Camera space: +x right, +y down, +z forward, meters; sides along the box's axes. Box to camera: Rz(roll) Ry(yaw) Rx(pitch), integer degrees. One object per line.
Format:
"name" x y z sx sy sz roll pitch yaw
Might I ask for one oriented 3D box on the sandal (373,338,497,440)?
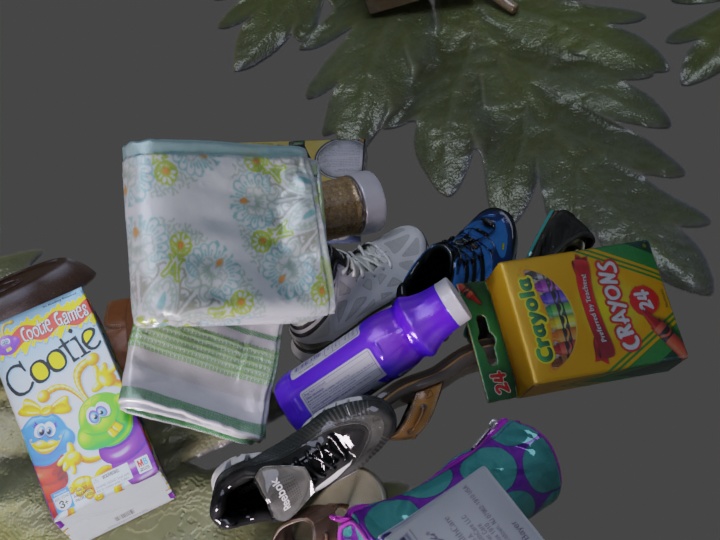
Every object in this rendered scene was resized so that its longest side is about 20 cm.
"sandal" 0.056 0.131 1.051 0.199 0.082 0.055 -25 78 -18

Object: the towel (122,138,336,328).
"towel" -0.122 -0.035 1.016 0.198 0.048 0.173 -1 73 -27

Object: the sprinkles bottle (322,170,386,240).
"sprinkles bottle" -0.072 -0.055 1.133 0.198 0.069 0.068 -14 49 -25

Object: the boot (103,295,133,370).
"boot" -0.194 0.031 1.156 0.153 0.074 0.201 -5 46 11

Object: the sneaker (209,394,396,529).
"sneaker" -0.055 0.181 0.972 0.199 0.067 0.091 -28 11 13

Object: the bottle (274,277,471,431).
"bottle" 0.013 0.081 1.041 0.199 0.084 0.066 -34 85 8

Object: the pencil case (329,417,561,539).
"pencil case" 0.078 0.209 0.954 0.199 0.085 0.093 -27 87 -23

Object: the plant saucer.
"plant saucer" -0.373 0.033 1.126 0.198 0.032 0.200 -21 12 5

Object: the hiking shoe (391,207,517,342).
"hiking shoe" 0.105 -0.003 1.131 0.074 0.087 0.200 25 59 25

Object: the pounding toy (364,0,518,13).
"pounding toy" 0.095 -0.435 1.465 0.198 0.143 0.185 -13 49 11

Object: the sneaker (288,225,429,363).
"sneaker" 0.000 0.000 1.123 0.075 0.116 0.200 32 61 28

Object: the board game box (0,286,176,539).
"board game box" -0.267 0.138 1.027 0.104 0.103 0.201 -24 67 -12

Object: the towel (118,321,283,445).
"towel" -0.139 0.051 1.022 0.148 0.031 0.202 20 68 -27

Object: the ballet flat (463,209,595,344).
"ballet flat" 0.185 0.013 1.124 0.068 0.068 0.200 31 61 17

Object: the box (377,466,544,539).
"box" 0.111 0.286 0.826 0.104 0.201 0.184 -30 54 -14

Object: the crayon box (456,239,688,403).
"crayon box" 0.204 0.049 1.050 0.198 0.051 0.128 -9 70 -16

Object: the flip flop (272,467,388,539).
"flip flop" -0.053 0.252 0.967 0.199 0.058 0.081 -36 56 -20

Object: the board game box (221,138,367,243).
"board game box" -0.094 -0.092 1.262 0.198 0.035 0.136 0 51 7
